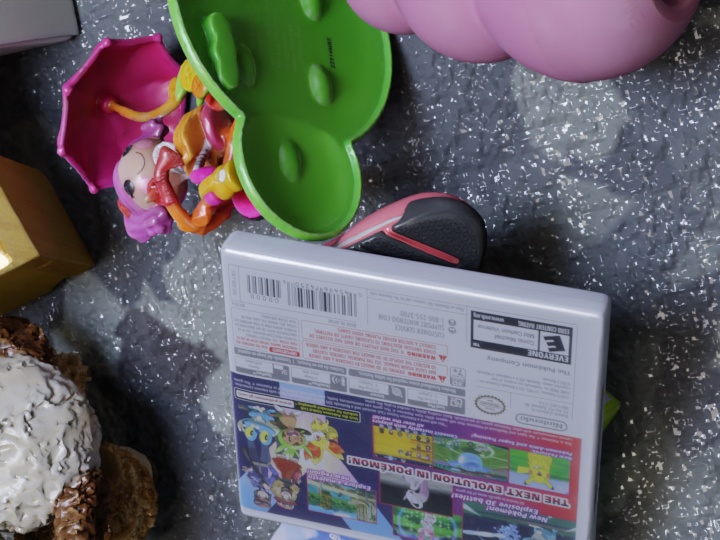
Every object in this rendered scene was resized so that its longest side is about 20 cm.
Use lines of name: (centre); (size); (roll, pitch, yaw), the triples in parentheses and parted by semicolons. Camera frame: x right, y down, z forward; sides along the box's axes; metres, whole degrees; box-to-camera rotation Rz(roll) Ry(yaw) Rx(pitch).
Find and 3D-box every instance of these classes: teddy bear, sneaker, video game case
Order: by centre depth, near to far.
video game case: (0.027, 0.073, 0.974); (0.199, 0.023, 0.183); (10, 126, 15)
sneaker: (0.000, 0.000, 1.018); (0.074, 0.087, 0.200); (28, 139, -18)
teddy bear: (-0.202, 0.123, 1.202); (0.200, 0.067, 0.146); (-4, 90, 37)

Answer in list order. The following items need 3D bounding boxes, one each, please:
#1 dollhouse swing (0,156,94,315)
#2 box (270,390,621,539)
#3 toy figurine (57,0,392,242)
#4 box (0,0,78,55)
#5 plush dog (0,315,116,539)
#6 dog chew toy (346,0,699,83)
dollhouse swing: (-0.302, -0.040, 1.118); (0.200, 0.182, 0.176); (-27, 85, 5)
box: (0.044, 0.116, 1.057); (0.122, 0.048, 0.200); (40, 117, 17)
toy figurine: (-0.093, -0.080, 1.044); (0.184, 0.150, 0.201); (-28, 63, 44)
box: (-0.269, -0.223, 1.128); (0.128, 0.109, 0.201); (-8, 97, 31)
plush dog: (-0.234, 0.117, 1.109); (0.171, 0.160, 0.200); (-29, 70, 10)
dog chew toy: (0.071, -0.159, 0.942); (0.200, 0.124, 0.125); (7, 105, 37)
